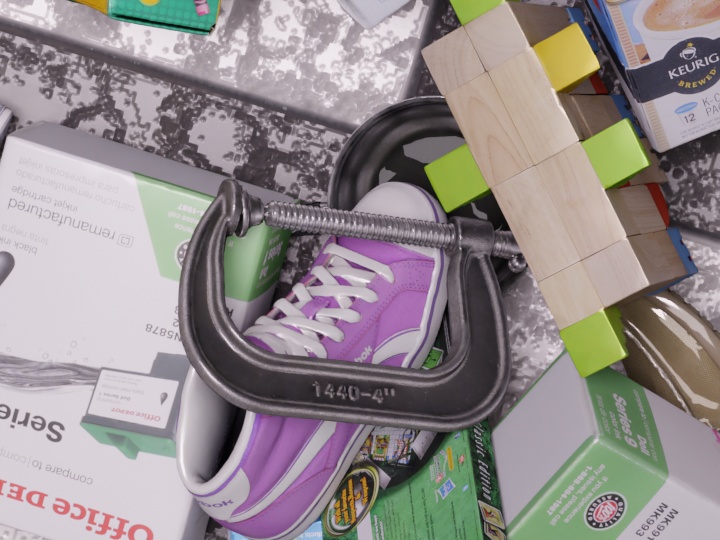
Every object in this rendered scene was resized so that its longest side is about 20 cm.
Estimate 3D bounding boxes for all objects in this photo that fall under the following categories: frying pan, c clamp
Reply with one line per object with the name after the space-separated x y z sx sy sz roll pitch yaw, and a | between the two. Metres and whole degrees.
0.008 -0.017 1.449 0.190 0.031 0.115 -29 93 15 | frying pan
0.000 0.000 1.352 0.200 0.027 0.171 2 67 -25 | c clamp

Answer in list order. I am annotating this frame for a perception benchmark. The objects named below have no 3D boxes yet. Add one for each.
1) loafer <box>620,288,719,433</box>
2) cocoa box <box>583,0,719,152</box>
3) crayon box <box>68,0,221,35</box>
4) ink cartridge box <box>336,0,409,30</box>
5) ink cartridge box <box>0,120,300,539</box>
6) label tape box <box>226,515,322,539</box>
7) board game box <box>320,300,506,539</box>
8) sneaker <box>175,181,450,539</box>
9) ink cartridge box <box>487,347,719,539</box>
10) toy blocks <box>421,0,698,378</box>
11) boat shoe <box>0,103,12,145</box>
0.175 0.073 1.431 0.067 0.076 0.200 -44 93 0 | loafer
0.202 -0.176 1.351 0.200 0.133 0.131 -22 128 4 | cocoa box
-0.097 -0.224 1.378 0.058 0.119 0.200 8 98 -18 | crayon box
0.047 -0.226 1.359 0.200 0.160 0.047 -37 127 7 | ink cartridge box
-0.131 0.040 1.424 0.146 0.084 0.200 17 101 5 | ink cartridge box
0.006 0.219 1.461 0.143 0.066 0.200 -3 99 1 | label tape box
0.022 0.104 1.374 0.105 0.200 0.023 -38 121 23 | board game box
-0.024 0.034 1.367 0.073 0.114 0.201 19 78 30 | sneaker
0.143 0.152 1.375 0.200 0.088 0.145 30 113 -24 | ink cartridge box
0.105 -0.053 1.363 0.100 0.137 0.200 -28 83 20 | toy blocks
-0.249 -0.005 1.440 0.068 0.072 0.200 22 95 -3 | boat shoe
